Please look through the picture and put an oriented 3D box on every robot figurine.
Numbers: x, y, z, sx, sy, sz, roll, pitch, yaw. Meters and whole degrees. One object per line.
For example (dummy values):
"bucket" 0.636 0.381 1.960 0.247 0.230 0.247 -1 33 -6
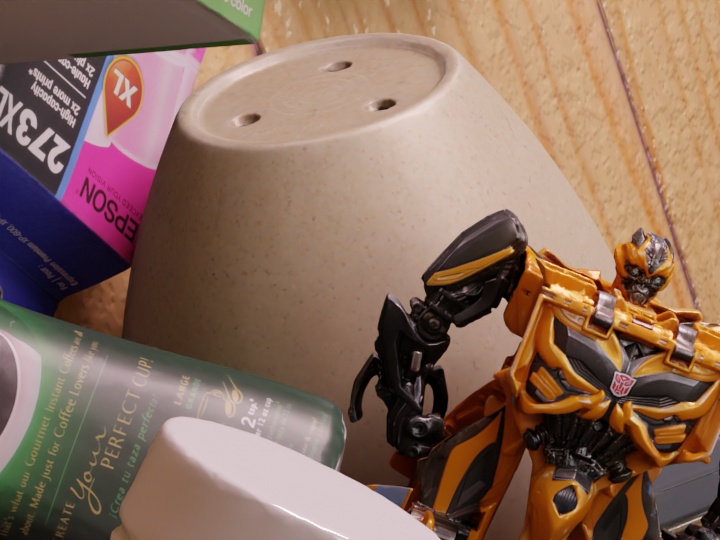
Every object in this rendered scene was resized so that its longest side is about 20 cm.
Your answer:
"robot figurine" 0.057 0.082 0.923 0.058 0.145 0.200 -111 -137 -75

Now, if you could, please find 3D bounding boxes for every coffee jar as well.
"coffee jar" -0.112 0.057 0.894 0.200 0.085 0.104 22 66 -6

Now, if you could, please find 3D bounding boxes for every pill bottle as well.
"pill bottle" -0.056 0.149 0.802 0.114 0.114 0.200 17 100 -53

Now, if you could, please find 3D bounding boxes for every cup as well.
"cup" 0.000 0.000 1.020 0.200 0.200 0.143 -40 126 -48

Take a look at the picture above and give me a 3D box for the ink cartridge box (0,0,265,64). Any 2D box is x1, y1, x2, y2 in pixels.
"ink cartridge box" -0.095 -0.177 0.948 0.084 0.145 0.200 28 66 -52

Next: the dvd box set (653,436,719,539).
"dvd box set" 0.050 0.121 1.107 0.146 0.200 0.029 -12 73 -55

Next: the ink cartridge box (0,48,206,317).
"ink cartridge box" -0.104 -0.070 1.031 0.095 0.037 0.200 44 57 -46
